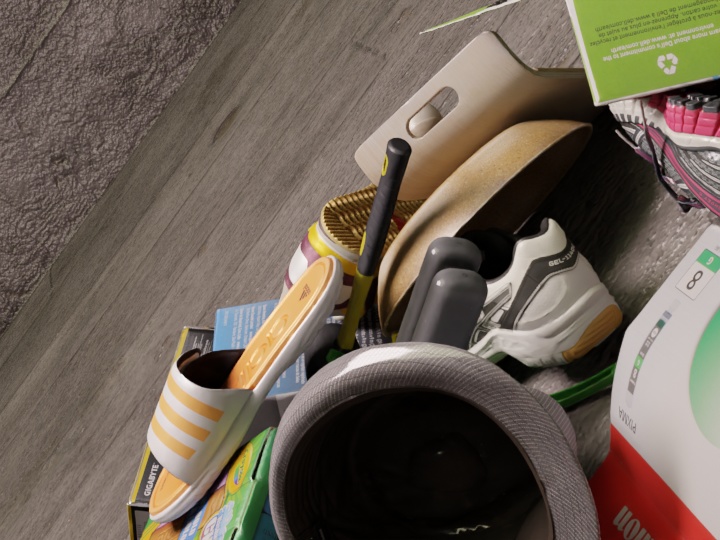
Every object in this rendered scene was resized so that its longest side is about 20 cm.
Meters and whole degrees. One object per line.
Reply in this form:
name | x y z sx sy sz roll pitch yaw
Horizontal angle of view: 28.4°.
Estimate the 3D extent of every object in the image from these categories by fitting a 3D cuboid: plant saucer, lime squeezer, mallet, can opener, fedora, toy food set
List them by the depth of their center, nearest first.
fedora | 0.048 0.112 0.765 0.199 0.178 0.090 -28 3 33
can opener | 0.049 0.070 0.846 0.054 0.066 0.201 -96 18 -48
lime squeezer | 0.078 0.077 0.880 0.198 0.071 0.038 1 30 33
mallet | 0.000 0.000 0.926 0.066 0.041 0.202 -110 30 -60
plant saucer | 0.076 -0.038 0.970 0.200 0.035 0.200 -43 -11 -10
toy food set | 0.103 -0.118 1.012 0.199 0.061 0.143 -11 -24 -51

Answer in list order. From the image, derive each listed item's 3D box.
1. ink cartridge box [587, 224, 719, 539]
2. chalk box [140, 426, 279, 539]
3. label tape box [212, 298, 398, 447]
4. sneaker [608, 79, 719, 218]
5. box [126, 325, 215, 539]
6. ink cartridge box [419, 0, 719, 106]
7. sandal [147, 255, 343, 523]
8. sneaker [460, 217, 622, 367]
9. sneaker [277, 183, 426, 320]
ink cartridge box | 0.156 0.084 0.694 0.200 0.050 0.161 -51 18 6
chalk box | -0.053 0.193 0.901 0.200 0.124 0.125 -36 26 42
label tape box | -0.010 0.070 1.060 0.198 0.064 0.145 -10 27 3
sneaker | 0.196 -0.073 0.836 0.080 0.076 0.200 -10 12 2
box | -0.137 0.170 1.136 0.201 0.049 0.161 -80 -8 -51
ink cartridge box | 0.160 -0.150 0.860 0.199 0.076 0.148 -12 13 37
sandal | -0.090 0.065 0.921 0.208 0.059 0.079 -55 18 5
sneaker | 0.082 0.014 0.908 0.075 0.088 0.199 -37 11 -33
sneaker | 0.004 -0.011 1.061 0.090 0.075 0.199 -53 -19 23
